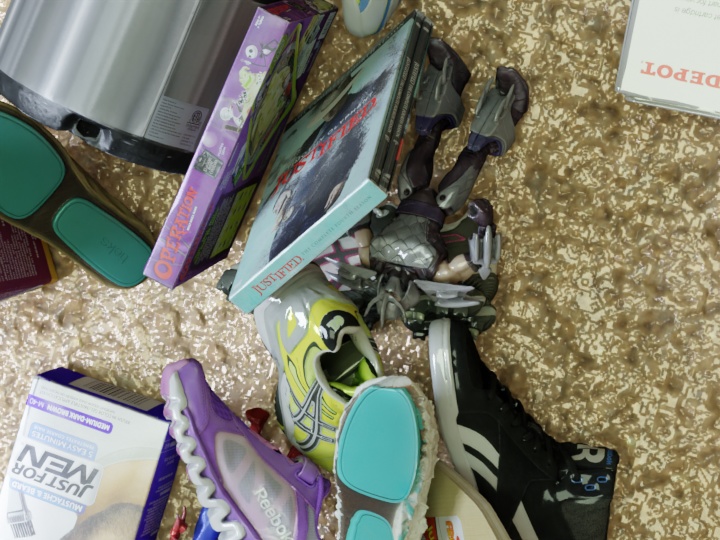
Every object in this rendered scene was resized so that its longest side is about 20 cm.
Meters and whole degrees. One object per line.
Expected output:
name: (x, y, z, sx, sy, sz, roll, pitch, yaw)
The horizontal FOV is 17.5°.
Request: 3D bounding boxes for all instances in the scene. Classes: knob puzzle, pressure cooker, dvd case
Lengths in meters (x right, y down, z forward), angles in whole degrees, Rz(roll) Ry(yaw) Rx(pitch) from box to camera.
knob puzzle: (0.076, 0.225, 1.583, 0.030, 0.219, 0.221, -9, 91, -27)
pressure cooker: (-0.143, -0.185, 1.598, 0.178, 0.176, 0.201, 25, 101, 6)
dvd case: (-0.018, -0.074, 1.552, 0.022, 0.200, 0.146, 39, 126, -17)

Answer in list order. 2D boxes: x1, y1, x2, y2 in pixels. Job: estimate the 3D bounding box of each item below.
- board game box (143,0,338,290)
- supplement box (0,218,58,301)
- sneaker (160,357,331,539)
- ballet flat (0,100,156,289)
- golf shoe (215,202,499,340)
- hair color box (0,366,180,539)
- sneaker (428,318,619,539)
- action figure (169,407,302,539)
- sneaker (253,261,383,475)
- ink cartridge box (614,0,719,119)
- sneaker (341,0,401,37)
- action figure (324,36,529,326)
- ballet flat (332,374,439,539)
board game box: (-0.081, -0.090, 1.591, 0.032, 0.120, 0.201, 27, 106, 5)
supplement box: (-0.312, -0.016, 1.631, 0.130, 0.200, 0.104, -16, 90, 11)
sneaker: (-0.070, 0.145, 1.614, 0.088, 0.080, 0.201, -26, 97, -4)
ballet flat: (-0.221, -0.056, 1.630, 0.069, 0.063, 0.200, -43, 127, 0)
golf shoe: (0.000, 0.000, 1.641, 0.199, 0.077, 0.088, 2, 71, 12)
hair color box: (-0.205, 0.182, 1.689, 0.109, 0.065, 0.201, 18, 98, 10)
sneaker: (0.117, 0.114, 1.602, 0.111, 0.073, 0.201, -12, 112, 9)
action figure: (-0.105, 0.198, 1.678, 0.065, 0.052, 0.201, 28, 100, 4)
sneaker: (-0.016, 0.085, 1.588, 0.075, 0.200, 0.076, -37, 46, -13)
ink cartridge box: (0.261, -0.199, 1.556, 0.145, 0.084, 0.201, 13, 96, 10)
sneaker: (0.062, -0.242, 1.602, 0.105, 0.076, 0.201, 23, 97, 9)
action figure: (0.045, -0.051, 1.580, 0.130, 0.069, 0.201, 16, 69, 14)
ballet flat: (0.018, 0.145, 1.568, 0.071, 0.072, 0.201, 15, 120, 11)
